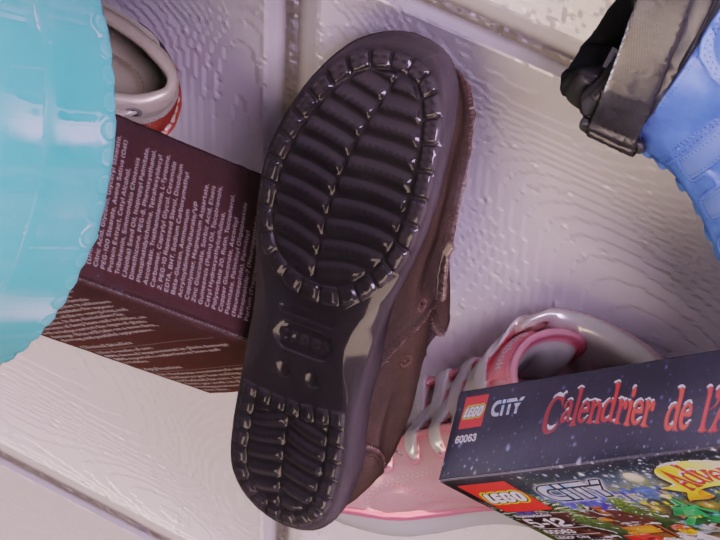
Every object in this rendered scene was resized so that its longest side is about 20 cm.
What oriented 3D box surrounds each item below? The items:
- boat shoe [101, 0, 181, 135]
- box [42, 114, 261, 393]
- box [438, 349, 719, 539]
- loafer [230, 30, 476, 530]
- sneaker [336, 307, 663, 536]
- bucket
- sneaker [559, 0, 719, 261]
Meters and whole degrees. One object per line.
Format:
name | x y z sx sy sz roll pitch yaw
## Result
boat shoe | -0.162 -0.107 1.016 0.200 0.071 0.063 29 163 0
box | -0.099 -0.011 1.008 0.200 0.075 0.100 21 162 -40
box | 0.143 0.074 0.883 0.136 0.038 0.200 28 155 -32
loafer | 0.000 0.000 0.973 0.073 0.071 0.201 27 114 25
sneaker | 0.048 0.057 1.034 0.200 0.075 0.105 5 142 27
bucket | -0.188 -0.053 0.854 0.135 0.208 0.207 3 174 -44
sneaker | 0.123 -0.041 0.837 0.111 0.077 0.200 20 143 18
